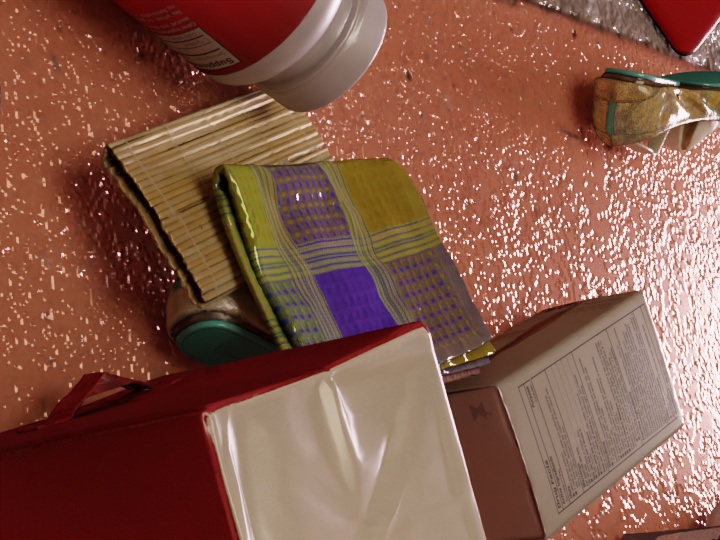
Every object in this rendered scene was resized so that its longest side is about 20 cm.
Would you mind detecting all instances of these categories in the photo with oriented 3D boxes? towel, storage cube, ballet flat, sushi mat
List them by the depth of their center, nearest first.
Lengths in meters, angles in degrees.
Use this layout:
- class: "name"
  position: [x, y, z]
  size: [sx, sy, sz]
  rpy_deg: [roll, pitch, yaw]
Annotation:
- class: "storage cube"
  position: [-0.060, 0.136, 0.831]
  size: [0.170, 0.179, 0.202]
  rpy_deg: [-18, 93, -52]
- class: "sushi mat"
  position: [-0.064, -0.046, 0.976]
  size: [0.096, 0.012, 0.200]
  rpy_deg: [58, 28, 0]
- class: "ballet flat"
  position: [-0.028, 0.047, 0.994]
  size: [0.200, 0.067, 0.063]
  rpy_deg: [38, 38, -39]
- class: "towel"
  position: [0.000, 0.000, 0.995]
  size: [0.199, 0.023, 0.145]
  rpy_deg: [-6, 68, -59]
- class: "ballet flat"
  position: [0.239, -0.123, 1.385]
  size: [0.199, 0.070, 0.071]
  rpy_deg: [-7, 84, -52]

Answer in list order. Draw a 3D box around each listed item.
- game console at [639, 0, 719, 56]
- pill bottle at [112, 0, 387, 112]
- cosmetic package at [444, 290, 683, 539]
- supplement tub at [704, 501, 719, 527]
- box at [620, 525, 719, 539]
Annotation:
- class: "game console"
  position: [0.244, -0.311, 1.479]
  size: [0.200, 0.118, 0.173]
  rpy_deg: [48, 15, -31]
- class: "pill bottle"
  position: [-0.079, -0.173, 0.958]
  size: [0.200, 0.112, 0.113]
  rpy_deg: [37, 52, -39]
- class: "cosmetic package"
  position: [0.117, 0.093, 1.137]
  size: [0.199, 0.087, 0.104]
  rpy_deg: [-24, 99, -53]
- class: "supplement tub"
  position: [0.354, 0.257, 1.334]
  size: [0.145, 0.145, 0.201]
  rpy_deg: [-34, 106, -50]
- class: "box"
  position: [0.211, 0.267, 1.163]
  size: [0.200, 0.131, 0.115]
  rpy_deg: [-47, 117, -47]
